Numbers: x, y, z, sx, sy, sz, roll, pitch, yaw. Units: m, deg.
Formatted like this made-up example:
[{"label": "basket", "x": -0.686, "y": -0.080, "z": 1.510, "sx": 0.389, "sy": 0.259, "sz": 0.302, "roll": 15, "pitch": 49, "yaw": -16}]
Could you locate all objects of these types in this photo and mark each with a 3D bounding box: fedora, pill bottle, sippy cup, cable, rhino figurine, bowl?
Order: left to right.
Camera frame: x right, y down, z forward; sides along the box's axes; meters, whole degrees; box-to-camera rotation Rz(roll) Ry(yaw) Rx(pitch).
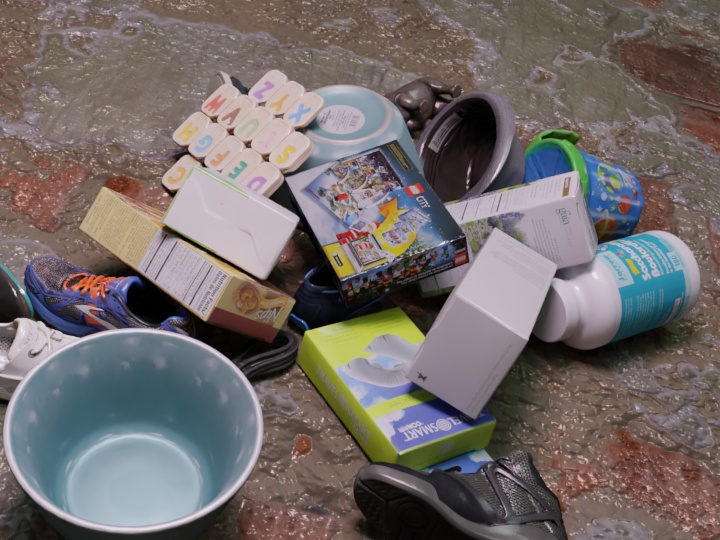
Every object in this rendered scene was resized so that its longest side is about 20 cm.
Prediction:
[{"label": "bowl", "x": -0.183, "y": 0.155, "z": 0.909, "sx": 0.200, "sy": 0.105, "sz": 0.201, "roll": 6, "pitch": 44, "yaw": -6}, {"label": "cable", "x": -0.129, "y": 0.115, "z": 1.072, "sx": 0.097, "sy": 0.050, "sz": 0.200, "roll": 9, "pitch": 23, "yaw": 15}, {"label": "bowl", "x": -0.020, "y": -0.148, "z": 1.336, "sx": 0.200, "sy": 0.105, "sz": 0.201, "roll": 1, "pitch": 44, "yaw": -1}, {"label": "rhino figurine", "x": 0.059, "y": -0.217, "z": 1.518, "sx": 0.087, "sy": 0.060, "sz": 0.200, "roll": 19, "pitch": 34, "yaw": 37}, {"label": "fedora", "x": 0.142, "y": -0.123, "z": 1.383, "sx": 0.090, "sy": 0.177, "sz": 0.200, "roll": 33, "pitch": 45, "yaw": -33}, {"label": "sippy cup", "x": 0.276, "y": -0.088, "z": 1.389, "sx": 0.130, "sy": 0.178, "sz": 0.140, "roll": 6, "pitch": 1, "yaw": -29}, {"label": "pill bottle", "x": 0.279, "y": 0.025, "z": 1.254, "sx": 0.200, "sy": 0.111, "sz": 0.111, "roll": -14, "pitch": 47, "yaw": -33}]

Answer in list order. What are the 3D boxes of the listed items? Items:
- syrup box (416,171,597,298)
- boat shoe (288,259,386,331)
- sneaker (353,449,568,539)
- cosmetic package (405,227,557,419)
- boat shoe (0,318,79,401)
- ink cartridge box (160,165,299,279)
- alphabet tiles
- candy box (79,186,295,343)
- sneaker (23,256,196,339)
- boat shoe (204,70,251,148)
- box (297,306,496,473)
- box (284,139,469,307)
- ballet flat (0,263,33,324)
[{"label": "syrup box", "x": 0.154, "y": -0.039, "z": 1.228, "sx": 0.199, "sy": 0.079, "sz": 0.081, "roll": -14, "pitch": 21, "yaw": 18}, {"label": "boat shoe", "x": 0.000, "y": 0.000, "z": 1.219, "sx": 0.084, "sy": 0.069, "sz": 0.200, "roll": 26, "pitch": 39, "yaw": 13}, {"label": "sneaker", "x": 0.092, "y": 0.204, "z": 0.996, "sx": 0.199, "sy": 0.076, "sz": 0.114, "roll": 19, "pitch": 36, "yaw": -1}, {"label": "cosmetic package", "x": 0.124, "y": 0.047, "z": 1.114, "sx": 0.085, "sy": 0.108, "sz": 0.200, "roll": 32, "pitch": 28, "yaw": 3}, {"label": "boat shoe", "x": -0.306, "y": 0.078, "z": 1.012, "sx": 0.199, "sy": 0.069, "sz": 0.071, "roll": 2, "pitch": 39, "yaw": -18}, {"label": "ink cartridge box", "x": -0.127, "y": -0.052, "z": 1.148, "sx": 0.117, "sy": 0.067, "sz": 0.200, "roll": 29, "pitch": 2, "yaw": -4}, {"label": "alphabet tiles", "x": -0.139, "y": -0.150, "z": 1.292, "sx": 0.196, "sy": 0.015, "sz": 0.200, "roll": -46, "pitch": 47, "yaw": -6}, {"label": "candy box", "x": -0.174, "y": -0.006, "z": 1.114, "sx": 0.200, "sy": 0.055, "sz": 0.115, "roll": 31, "pitch": 3, "yaw": 31}, {"label": "sneaker", "x": -0.239, "y": 0.031, "z": 1.088, "sx": 0.200, "sy": 0.079, "sz": 0.075, "roll": 24, "pitch": 38, "yaw": 10}, {"label": "boat shoe", "x": -0.142, "y": -0.171, "z": 1.383, "sx": 0.066, "sy": 0.075, "sz": 0.200, "roll": 15, "pitch": 32, "yaw": -33}, {"label": "box", "x": 0.039, "y": 0.126, "z": 1.095, "sx": 0.122, "sy": 0.048, "sz": 0.200, "roll": -13, "pitch": 45, "yaw": -32}, {"label": "box", "x": 0.013, "y": -0.055, "z": 1.182, "sx": 0.136, "sy": 0.038, "sz": 0.200, "roll": -19, "pitch": 41, "yaw": -9}, {"label": "ballet flat", "x": -0.389, "y": 0.006, "z": 1.085, "sx": 0.068, "sy": 0.068, "sz": 0.200, "roll": -25, "pitch": 42, "yaw": -28}]
